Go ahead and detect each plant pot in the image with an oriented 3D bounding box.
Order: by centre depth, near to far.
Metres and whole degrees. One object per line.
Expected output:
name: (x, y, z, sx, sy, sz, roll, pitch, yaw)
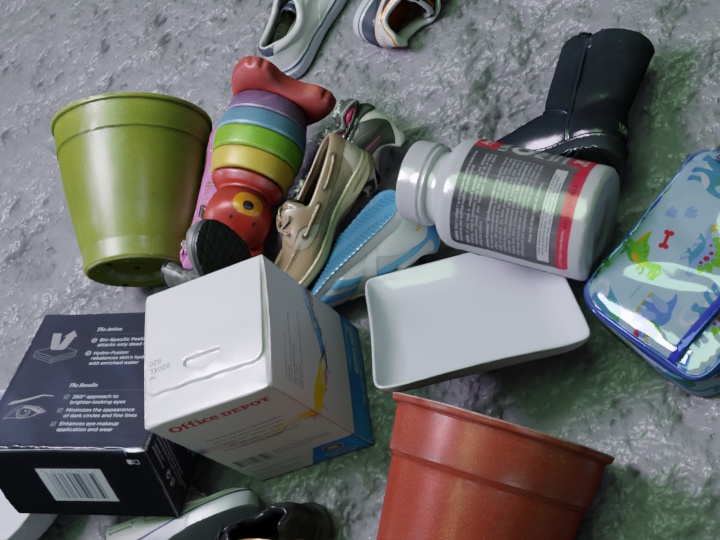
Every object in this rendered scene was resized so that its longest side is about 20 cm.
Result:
plant pot: (0.096, 0.227, 0.917, 0.200, 0.200, 0.196, 11, 80, 35)
plant pot: (-0.276, -0.087, 1.310, 0.199, 0.200, 0.194, -13, 72, 25)

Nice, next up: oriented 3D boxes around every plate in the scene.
plate: (0.107, 0.045, 1.028, 0.198, 0.032, 0.200, -14, 29, 5)

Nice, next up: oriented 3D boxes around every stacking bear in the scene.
stacking bear: (-0.120, -0.117, 1.203, 0.114, 0.121, 0.201, -25, 46, 61)

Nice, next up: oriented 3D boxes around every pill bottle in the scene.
pill bottle: (0.139, -0.066, 1.028, 0.199, 0.111, 0.111, 16, 75, 24)

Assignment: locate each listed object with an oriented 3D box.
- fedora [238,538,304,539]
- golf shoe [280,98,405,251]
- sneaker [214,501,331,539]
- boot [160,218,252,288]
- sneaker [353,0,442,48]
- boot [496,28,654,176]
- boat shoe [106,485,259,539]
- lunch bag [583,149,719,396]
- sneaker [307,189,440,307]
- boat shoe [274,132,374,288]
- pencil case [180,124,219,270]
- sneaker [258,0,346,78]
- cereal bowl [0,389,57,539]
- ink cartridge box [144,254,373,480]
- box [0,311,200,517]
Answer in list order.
fedora: (-0.061, 0.318, 0.996, 0.200, 0.202, 0.082, -3, 22, 30)
golf shoe: (-0.027, -0.096, 1.216, 0.201, 0.088, 0.077, -60, 6, 18)
sneaker: (-0.127, 0.293, 1.073, 0.200, 0.091, 0.076, -42, 54, 8)
boot: (-0.175, 0.010, 1.178, 0.130, 0.200, 0.068, 10, 62, 30)
sneaker: (0.073, -0.358, 1.291, 0.079, 0.078, 0.201, 32, 96, 43)
boot: (0.205, -0.162, 1.114, 0.199, 0.076, 0.169, -12, 48, 43)
boat shoe: (-0.197, 0.265, 1.146, 0.199, 0.071, 0.070, -31, 56, 23)
lunch bag: (0.318, 0.002, 0.959, 0.200, 0.082, 0.161, -48, 54, 3)
sneaker: (0.000, 0.000, 1.153, 0.200, 0.081, 0.077, -39, 33, 35)
boat shoe: (-0.061, -0.053, 1.152, 0.201, 0.064, 0.071, -61, 24, -3)
pencil case: (-0.157, -0.083, 1.282, 0.082, 0.087, 0.201, 0, 63, 19)
sneaker: (-0.069, -0.347, 1.374, 0.073, 0.071, 0.201, 10, 72, 34)
cereal bowl: (-0.420, 0.250, 1.276, 0.199, 0.083, 0.201, -14, 59, 25)
ink cartridge box: (-0.103, 0.104, 1.083, 0.147, 0.200, 0.145, -20, 57, 21)
box: (-0.271, 0.152, 1.153, 0.195, 0.118, 0.201, -2, 43, 16)
